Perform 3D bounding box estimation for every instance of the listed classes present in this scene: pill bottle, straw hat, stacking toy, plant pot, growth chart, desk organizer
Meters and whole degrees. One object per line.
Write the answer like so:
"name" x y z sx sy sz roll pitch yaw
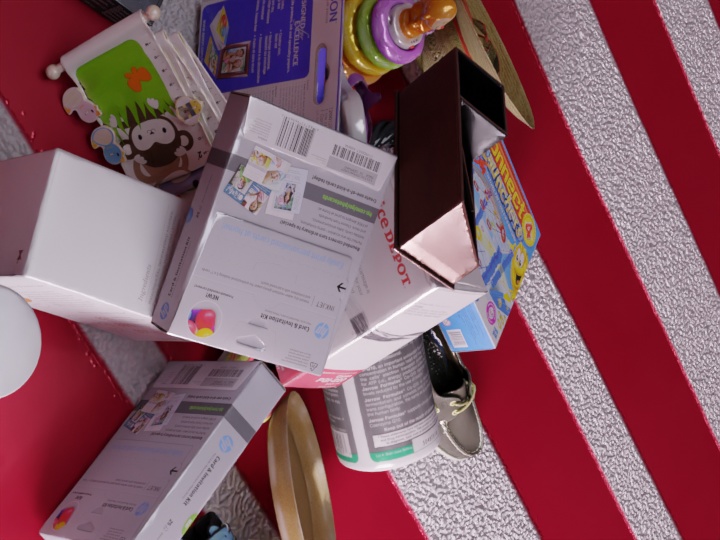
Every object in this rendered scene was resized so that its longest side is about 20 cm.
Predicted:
"pill bottle" 0.011 0.092 1.325 0.113 0.113 0.202 -23 108 -39
"straw hat" 0.101 -0.218 1.350 0.202 0.085 0.202 56 17 -26
"stacking toy" 0.024 -0.242 1.306 0.116 0.199 0.111 -25 104 -41
"plant pot" -0.057 0.218 1.255 0.200 0.027 0.202 -12 90 -84
"growth chart" -0.178 -0.134 1.163 0.200 0.144 0.018 51 21 -12
"pill bottle" -0.324 0.054 0.988 0.112 0.199 0.114 3 86 -40
"desk organizer" 0.079 -0.092 1.111 0.071 0.077 0.201 33 39 -30

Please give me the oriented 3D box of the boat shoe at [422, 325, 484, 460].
"boat shoe" 0.090 0.128 1.435 0.072 0.060 0.203 -42 114 -35

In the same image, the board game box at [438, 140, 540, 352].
"board game box" 0.116 -0.052 1.406 0.201 0.055 0.197 63 37 -31

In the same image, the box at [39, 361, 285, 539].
"box" -0.173 0.166 1.133 0.041 0.155 0.201 51 57 -24

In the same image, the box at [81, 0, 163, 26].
"box" -0.249 -0.339 1.178 0.199 0.043 0.162 34 66 -35

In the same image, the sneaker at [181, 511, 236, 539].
"sneaker" -0.124 0.275 1.234 0.199 0.078 0.091 14 67 -46

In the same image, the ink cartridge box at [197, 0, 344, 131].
"ink cartridge box" -0.078 -0.168 1.211 0.043 0.199 0.200 10 80 -46

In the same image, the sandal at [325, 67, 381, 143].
"sandal" -0.004 -0.150 1.219 0.049 0.203 0.083 -3 117 -6

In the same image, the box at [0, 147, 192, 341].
"box" -0.222 -0.015 1.113 0.199 0.152 0.107 23 74 -38

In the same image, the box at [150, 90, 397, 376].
"box" -0.069 -0.027 1.080 0.155 0.041 0.202 18 91 -33

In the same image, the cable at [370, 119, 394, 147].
"cable" 0.031 -0.078 1.411 0.162 0.051 0.202 24 73 -31

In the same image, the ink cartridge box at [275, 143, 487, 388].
"ink cartridge box" 0.000 0.000 1.186 0.084 0.199 0.147 7 56 -49

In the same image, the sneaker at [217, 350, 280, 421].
"sneaker" -0.088 0.069 1.264 0.078 0.090 0.202 30 65 -33
